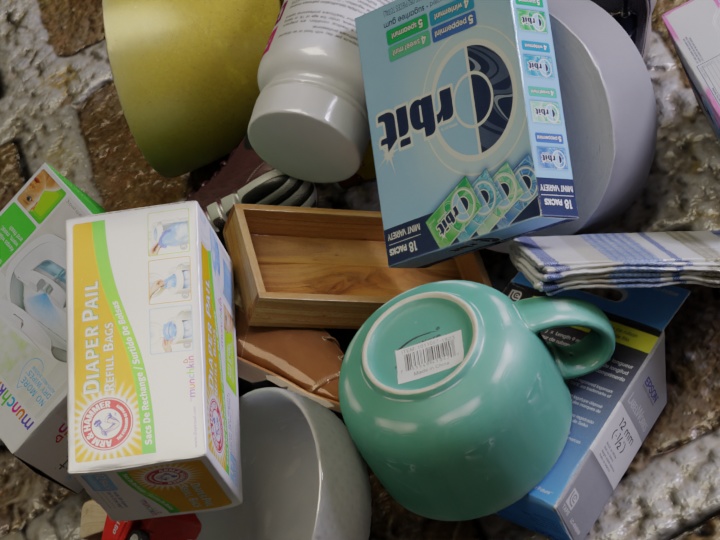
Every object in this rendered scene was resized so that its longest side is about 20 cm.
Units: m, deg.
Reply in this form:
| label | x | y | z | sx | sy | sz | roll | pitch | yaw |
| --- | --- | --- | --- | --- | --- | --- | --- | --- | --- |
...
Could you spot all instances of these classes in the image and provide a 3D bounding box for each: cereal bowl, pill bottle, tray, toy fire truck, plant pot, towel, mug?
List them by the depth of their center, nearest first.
| label | x | y | z | sx | sy | sz | roll | pitch | yaw |
| --- | --- | --- | --- | --- | --- | --- | --- | --- | --- |
| mug | 0.070 | 0.071 | 1.585 | 0.152 | 0.115 | 0.185 | 21 | 66 | 38 |
| towel | 0.212 | -0.007 | 1.627 | 0.199 | 0.024 | 0.147 | -2 | 10 | -6 |
| cereal bowl | -0.055 | 0.191 | 1.641 | 0.200 | 0.083 | 0.201 | -30 | 52 | 48 |
| toy fire truck | -0.181 | 0.194 | 1.705 | 0.200 | 0.049 | 0.141 | -63 | 35 | 14 |
| tray | 0.000 | 0.000 | 1.737 | 0.199 | 0.037 | 0.099 | 2 | 47 | -23 |
| pill bottle | -0.017 | -0.178 | 1.813 | 0.113 | 0.113 | 0.201 | 0 | 55 | 28 |
| plant pot | -0.120 | -0.192 | 1.936 | 0.141 | 0.200 | 0.201 | -12 | 50 | 13 |

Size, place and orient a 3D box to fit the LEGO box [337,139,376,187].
| label | x | y | z | sx | sy | sz | roll | pitch | yaw |
| --- | --- | --- | --- | --- | --- | --- | --- | --- | --- |
| LEGO box | 0.058 | -0.173 | 1.901 | 0.199 | 0.077 | 0.149 | -15 | 49 | 17 |

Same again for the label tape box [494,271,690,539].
| label | x | y | z | sx | sy | sz | roll | pitch | yaw |
| --- | --- | --- | --- | --- | --- | --- | --- | --- | --- |
| label tape box | 0.145 | 0.089 | 1.656 | 0.143 | 0.066 | 0.200 | 18 | 62 | 37 |

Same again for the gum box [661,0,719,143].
| label | x | y | z | sx | sy | sz | roll | pitch | yaw |
| --- | --- | --- | --- | --- | --- | --- | --- | --- | --- |
| gum box | 0.305 | -0.110 | 1.693 | 0.066 | 0.114 | 0.200 | -26 | 46 | 6 |

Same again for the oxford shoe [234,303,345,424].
| label | x | y | z | sx | sy | sz | roll | pitch | yaw |
| --- | --- | --- | --- | --- | --- | --- | --- | --- | --- |
| oxford shoe | -0.027 | 0.081 | 1.700 | 0.199 | 0.071 | 0.071 | 25 | 69 | 3 |

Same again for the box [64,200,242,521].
| label | x | y | z | sx | sy | sz | roll | pitch | yaw |
| --- | --- | --- | --- | --- | --- | --- | --- | --- | --- |
| box | -0.149 | 0.067 | 1.622 | 0.101 | 0.113 | 0.201 | -8 | 66 | 8 |

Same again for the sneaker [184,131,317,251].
| label | x | y | z | sx | sy | sz | roll | pitch | yaw |
| --- | --- | --- | --- | --- | --- | --- | --- | --- | --- |
| sneaker | -0.114 | -0.056 | 1.900 | 0.200 | 0.076 | 0.116 | -25 | 35 | 26 |

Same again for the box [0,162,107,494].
| label | x | y | z | sx | sy | sz | roll | pitch | yaw |
| --- | --- | --- | --- | --- | --- | --- | --- | --- | --- |
| box | -0.241 | 0.046 | 1.807 | 0.177 | 0.097 | 0.200 | -46 | 50 | 1 |

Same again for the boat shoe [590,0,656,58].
| label | x | y | z | sx | sy | sz | roll | pitch | yaw |
| --- | --- | --- | --- | --- | --- | --- | --- | --- | --- |
| boat shoe | 0.185 | -0.189 | 1.773 | 0.075 | 0.200 | 0.093 | 28 | 74 | 21 |

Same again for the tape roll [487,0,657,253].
| label | x | y | z | sx | sy | sz | roll | pitch | yaw |
| --- | --- | --- | --- | --- | --- | --- | --- | --- | --- |
| tape roll | 0.129 | -0.116 | 1.740 | 0.200 | 0.201 | 0.066 | 13 | 21 | 35 |

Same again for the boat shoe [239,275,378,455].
| label | x | y | z | sx | sy | sz | roll | pitch | yaw |
| --- | --- | --- | --- | --- | --- | --- | --- | --- | --- |
| boat shoe | -0.059 | 0.085 | 1.765 | 0.200 | 0.066 | 0.074 | -36 | 83 | -13 |

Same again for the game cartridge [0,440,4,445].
| label | x | y | z | sx | sy | sz | roll | pitch | yaw |
| --- | --- | --- | --- | --- | --- | --- | --- | --- | --- |
| game cartridge | -0.271 | 0.059 | 1.922 | 0.133 | 0.040 | 0.201 | -14 | 50 | 23 |

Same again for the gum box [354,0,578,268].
| label | x | y | z | sx | sy | sz | roll | pitch | yaw |
| --- | --- | --- | --- | --- | --- | --- | --- | --- | --- |
| gum box | 0.076 | -0.117 | 1.679 | 0.170 | 0.044 | 0.201 | -18 | 77 | 47 |
